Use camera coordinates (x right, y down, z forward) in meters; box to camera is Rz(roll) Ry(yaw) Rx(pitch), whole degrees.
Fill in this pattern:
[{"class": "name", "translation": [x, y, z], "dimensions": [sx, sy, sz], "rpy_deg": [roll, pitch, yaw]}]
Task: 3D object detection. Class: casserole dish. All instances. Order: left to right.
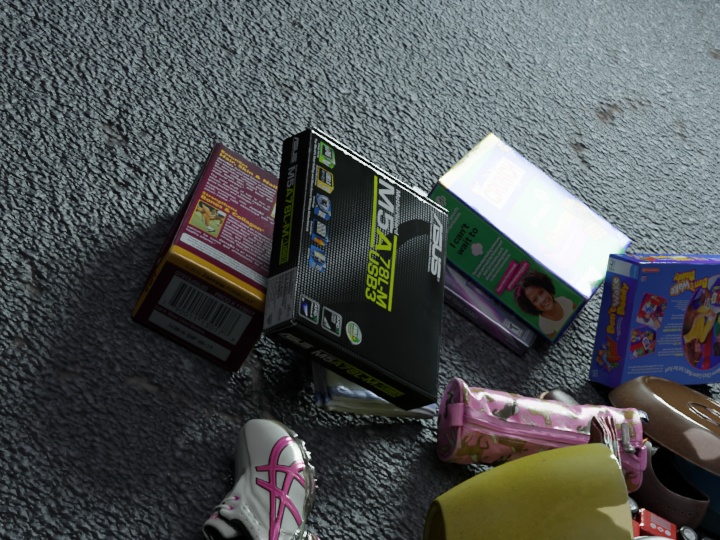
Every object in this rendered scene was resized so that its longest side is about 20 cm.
[{"class": "casserole dish", "translation": [0.393, 0.237, 1.916], "dimensions": [0.198, 0.039, 0.122], "rpy_deg": [23, 33, -17]}]

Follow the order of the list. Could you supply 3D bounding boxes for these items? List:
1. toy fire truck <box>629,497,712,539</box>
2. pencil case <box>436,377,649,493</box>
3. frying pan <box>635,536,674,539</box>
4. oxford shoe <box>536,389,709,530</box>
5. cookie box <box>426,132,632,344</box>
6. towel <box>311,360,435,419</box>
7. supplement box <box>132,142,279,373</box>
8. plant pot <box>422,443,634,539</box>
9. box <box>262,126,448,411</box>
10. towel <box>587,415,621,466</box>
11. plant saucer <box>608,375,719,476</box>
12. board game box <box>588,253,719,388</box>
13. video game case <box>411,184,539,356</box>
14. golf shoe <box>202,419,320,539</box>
[{"class": "toy fire truck", "translation": [0.294, 0.299, 1.728], "dimensions": [0.199, 0.049, 0.142], "rpy_deg": [27, 34, -9]}, {"class": "pencil case", "translation": [0.166, 0.153, 1.745], "dimensions": [0.198, 0.087, 0.083], "rpy_deg": [11, 42, -11]}, {"class": "frying pan", "translation": [0.244, 0.294, 1.657], "dimensions": [0.189, 0.031, 0.115], "rpy_deg": [-23, 62, -36]}, {"class": "oxford shoe", "translation": [0.256, 0.177, 1.835], "dimensions": [0.200, 0.073, 0.071], "rpy_deg": [43, 33, 14]}, {"class": "cookie box", "translation": [0.171, -0.038, 2.012], "dimensions": [0.199, 0.075, 0.171], "rpy_deg": [37, 32, 6]}, {"class": "towel", "translation": [0.010, 0.038, 1.751], "dimensions": [0.146, 0.024, 0.202], "rpy_deg": [10, 68, -40]}, {"class": "supplement box", "translation": [-0.123, -0.015, 1.730], "dimensions": [0.110, 0.086, 0.201], "rpy_deg": [29, 32, -9]}, {"class": "plant pot", "translation": [0.127, 0.239, 1.545], "dimensions": [0.140, 0.202, 0.201], "rpy_deg": [4, 38, -10]}, {"class": "box", "translation": [0.000, 0.000, 1.701], "dimensions": [0.192, 0.047, 0.202], "rpy_deg": [29, 54, -37]}, {"class": "towel", "translation": [0.201, 0.241, 1.636], "dimensions": [0.022, 0.145, 0.201], "rpy_deg": [8, 35, -4]}, {"class": "plant saucer", "translation": [0.343, 0.157, 1.887], "dimensions": [0.199, 0.035, 0.200], "rpy_deg": [25, 13, -6]}, {"class": "board game box", "translation": [0.333, 0.053, 2.016], "dimensions": [0.199, 0.136, 0.045], "rpy_deg": [1, 12, -43]}, {"class": "video game case", "translation": [0.112, -0.002, 1.999], "dimensions": [0.199, 0.019, 0.143], "rpy_deg": [36, 31, 2]}, {"class": "golf shoe", "translation": [-0.081, 0.191, 1.503], "dimensions": [0.091, 0.073, 0.201], "rpy_deg": [15, 36, -26]}]
